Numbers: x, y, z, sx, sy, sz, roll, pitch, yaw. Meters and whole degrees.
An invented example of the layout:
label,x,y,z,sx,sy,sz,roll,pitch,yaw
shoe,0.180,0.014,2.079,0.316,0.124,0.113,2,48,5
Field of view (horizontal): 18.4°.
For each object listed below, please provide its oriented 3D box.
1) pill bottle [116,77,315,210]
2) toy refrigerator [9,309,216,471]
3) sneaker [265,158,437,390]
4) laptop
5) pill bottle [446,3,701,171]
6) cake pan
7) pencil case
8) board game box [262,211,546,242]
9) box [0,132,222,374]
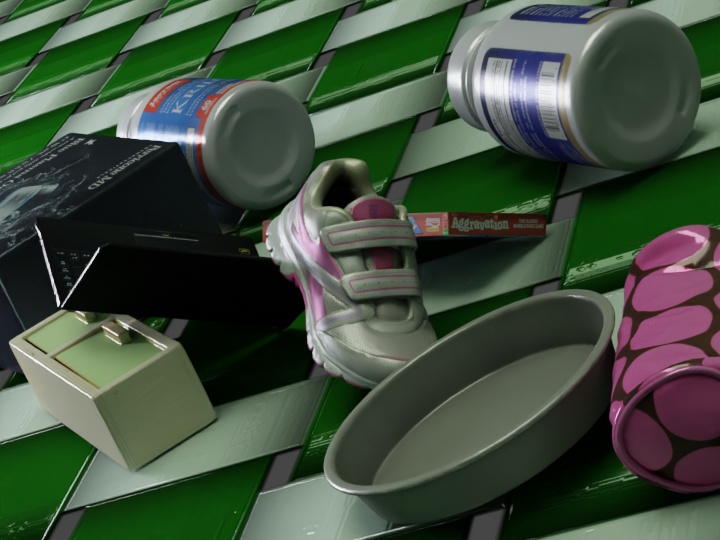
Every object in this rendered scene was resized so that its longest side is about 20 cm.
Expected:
label,x,y,z,sx,sy,sz,roll,pitch,yaw
pill bottle,-0.136,-0.115,1.964,0.112,0.113,0.200,-35,23,-27
toy refrigerator,-0.185,0.076,1.620,0.076,0.070,0.200,-31,21,-17
sneaker,0.000,0.000,1.479,0.081,0.088,0.200,-5,45,-31
laptop,-0.131,-0.019,1.626,0.176,0.104,0.200,6,29,-21
pill bottle,0.155,-0.143,1.698,0.119,0.120,0.200,-33,23,-21
cake pan,0.071,0.083,1.329,0.200,0.037,0.200,-29,17,10
pencil case,0.193,0.043,1.257,0.094,0.091,0.200,-54,10,26
board game box,0.030,-0.031,1.642,0.103,0.020,0.199,-2,1,-43
box,-0.250,-0.017,1.852,0.196,0.118,0.200,-36,24,-27
